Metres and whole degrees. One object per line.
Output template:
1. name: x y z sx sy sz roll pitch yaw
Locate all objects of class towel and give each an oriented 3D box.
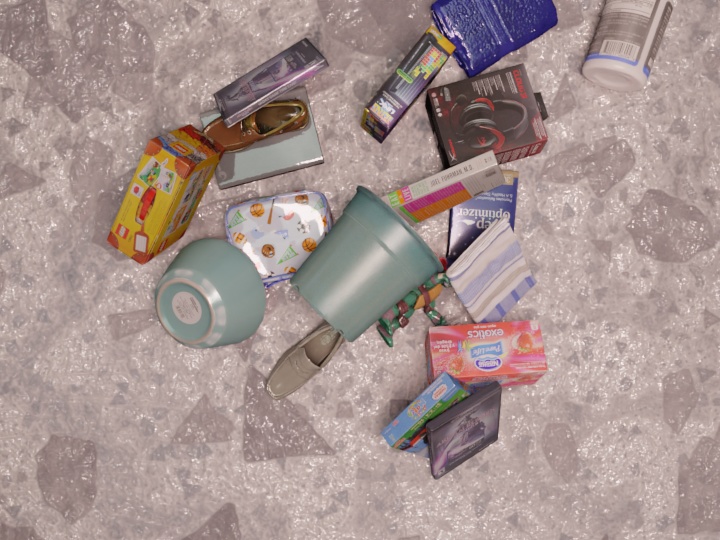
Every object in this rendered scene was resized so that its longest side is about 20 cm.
1. towel: 0.234 0.013 1.127 0.147 0.024 0.200 -44 134 -7
2. towel: 0.241 -0.459 1.160 0.199 0.050 0.148 -31 100 0

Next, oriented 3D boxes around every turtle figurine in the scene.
1. turtle figurine: 0.120 0.053 1.161 0.199 0.101 0.150 -33 137 -12

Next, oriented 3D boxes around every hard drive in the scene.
1. hard drive: -0.178 -0.239 1.170 0.198 0.033 0.141 -15 93 0

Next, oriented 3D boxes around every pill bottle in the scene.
1. pill bottle: 0.476 -0.430 1.129 0.113 0.114 0.201 19 92 -2

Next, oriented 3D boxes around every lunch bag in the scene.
1. lunch bag: -0.144 -0.056 1.161 0.198 0.076 0.162 -11 98 0

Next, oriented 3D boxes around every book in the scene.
1. book: 0.144 -0.138 1.104 0.199 0.134 0.048 -21 80 15

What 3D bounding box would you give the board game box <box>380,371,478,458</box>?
1. board game box: 0.143 0.261 1.126 0.151 0.200 0.037 -46 53 8

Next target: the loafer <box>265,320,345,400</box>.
1. loafer: -0.099 0.160 1.174 0.070 0.070 0.200 43 92 -3

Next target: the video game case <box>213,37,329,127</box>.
1. video game case: -0.160 -0.330 1.118 0.199 0.143 0.019 -30 128 0

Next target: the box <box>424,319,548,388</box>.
1. box: 0.219 0.154 1.151 0.198 0.103 0.095 -4 67 -1

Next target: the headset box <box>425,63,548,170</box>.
1. headset box: 0.230 -0.266 1.140 0.198 0.075 0.150 -14 80 0

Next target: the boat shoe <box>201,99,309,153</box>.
1. boat shoe: -0.188 -0.258 1.117 0.199 0.068 0.072 -19 95 1

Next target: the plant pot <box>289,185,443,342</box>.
1. plant pot: 0.000 0.000 1.069 0.200 0.200 0.196 44 88 -3

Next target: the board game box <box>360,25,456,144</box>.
1. board game box: 0.074 -0.304 1.087 0.057 0.200 0.166 38 93 -4

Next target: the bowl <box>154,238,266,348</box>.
1. bowl: -0.275 0.055 1.113 0.199 0.105 0.202 7 110 19

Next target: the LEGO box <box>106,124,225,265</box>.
1. LEGO box: -0.325 -0.130 1.084 0.077 0.149 0.201 32 114 -2

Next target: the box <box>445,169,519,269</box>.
1. box: 0.223 -0.086 1.186 0.120 0.032 0.202 4 94 -1

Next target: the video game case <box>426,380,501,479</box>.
1. video game case: 0.182 0.283 1.122 0.142 0.201 0.019 -28 52 -14
